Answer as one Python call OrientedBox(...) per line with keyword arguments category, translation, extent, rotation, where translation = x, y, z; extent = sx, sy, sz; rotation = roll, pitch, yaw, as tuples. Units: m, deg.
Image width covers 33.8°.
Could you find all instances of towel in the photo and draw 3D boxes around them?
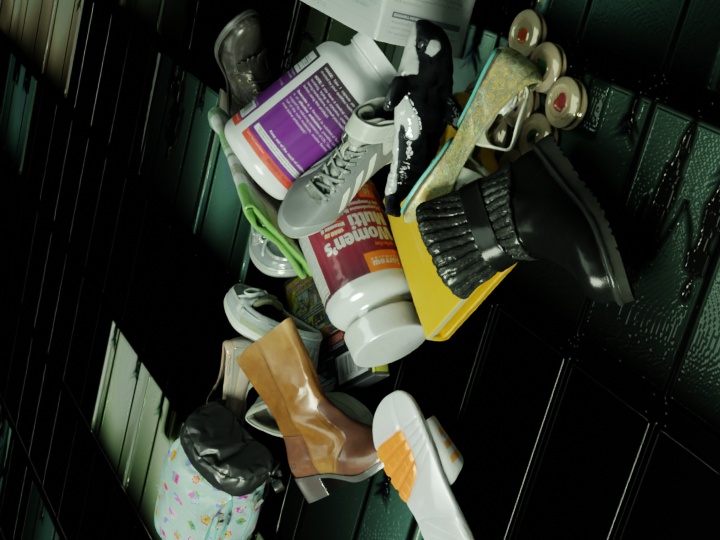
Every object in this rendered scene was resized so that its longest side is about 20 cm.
OrientedBox(category="towel", translation=(-0.123, -0.093, 1.415), extent=(0.031, 0.149, 0.201), rotation=(-33, 44, 10))

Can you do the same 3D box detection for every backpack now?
OrientedBox(category="backpack", translation=(-0.204, 0.303, 1.630), extent=(0.167, 0.126, 0.202), rotation=(46, 133, 35))

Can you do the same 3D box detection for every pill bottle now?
OrientedBox(category="pill bottle", translation=(0.000, 0.000, 1.350), extent=(0.110, 0.109, 0.202), rotation=(-49, 54, 44))
OrientedBox(category="pill bottle", translation=(-0.050, -0.180, 1.350), extent=(0.199, 0.112, 0.113), rotation=(-38, 46, 6))

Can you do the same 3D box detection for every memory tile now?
OrientedBox(category="memory tile", translation=(0.150, -0.153, 1.219), extent=(0.201, 0.017, 0.154), rotation=(-56, 42, 40))

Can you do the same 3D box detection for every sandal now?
OrientedBox(category="sandal", translation=(0.080, 0.223, 1.256), extent=(0.079, 0.059, 0.209), rotation=(-28, 83, 44))

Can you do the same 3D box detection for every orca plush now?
OrientedBox(category="orca plush", translation=(0.070, -0.150, 1.216), extent=(0.070, 0.105, 0.202), rotation=(15, 86, 25))

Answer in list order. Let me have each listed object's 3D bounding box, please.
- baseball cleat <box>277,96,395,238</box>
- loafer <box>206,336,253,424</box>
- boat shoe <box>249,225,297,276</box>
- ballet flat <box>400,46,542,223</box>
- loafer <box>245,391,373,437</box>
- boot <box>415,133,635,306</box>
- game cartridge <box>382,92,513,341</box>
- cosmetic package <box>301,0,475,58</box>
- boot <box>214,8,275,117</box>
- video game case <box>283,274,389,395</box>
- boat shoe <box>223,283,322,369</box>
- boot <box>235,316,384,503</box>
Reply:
OrientedBox(category="baseball cleat", translation=(-0.019, -0.122, 1.286), extent=(0.070, 0.200, 0.107), rotation=(43, 170, 23))
OrientedBox(category="loafer", translation=(-0.194, 0.176, 1.699), extent=(0.072, 0.062, 0.202), rotation=(54, 131, 47))
OrientedBox(category="boat shoe", translation=(-0.108, -0.066, 1.535), extent=(0.203, 0.073, 0.065), rotation=(-100, 10, -52))
OrientedBox(category="ballet flat", translation=(0.113, -0.121, 1.167), extent=(0.201, 0.070, 0.071), rotation=(-59, 37, 9))
OrientedBox(category="loafer", translation=(-0.061, 0.185, 1.446), extent=(0.199, 0.069, 0.071), rotation=(1, 113, 48))
OrientedBox(category="boot", translation=(0.147, -0.017, 1.081), extent=(0.157, 0.080, 0.212), rotation=(-29, 42, 7))
OrientedBox(category="game cartridge", translation=(0.096, -0.056, 1.257), extent=(0.177, 0.032, 0.202), rotation=(-52, 43, 43))
OrientedBox(category="cosmetic package", translation=(0.043, -0.368, 1.322), extent=(0.199, 0.122, 0.202), rotation=(40, 119, 53))
OrientedBox(category="boot", translation=(-0.098, -0.204, 1.452), extent=(0.174, 0.069, 0.201), rotation=(43, 152, 22))
OrientedBox(category="video game case", translation=(-0.034, 0.070, 1.486), extent=(0.200, 0.025, 0.183), rotation=(-34, 59, 53))
OrientedBox(category="boat shoe", translation=(-0.110, 0.065, 1.527), extent=(0.202, 0.074, 0.065), rotation=(42, 117, 50))
OrientedBox(category="boot", translation=(-0.036, 0.144, 1.357), extent=(0.188, 0.068, 0.202), rotation=(-30, 83, 41))
